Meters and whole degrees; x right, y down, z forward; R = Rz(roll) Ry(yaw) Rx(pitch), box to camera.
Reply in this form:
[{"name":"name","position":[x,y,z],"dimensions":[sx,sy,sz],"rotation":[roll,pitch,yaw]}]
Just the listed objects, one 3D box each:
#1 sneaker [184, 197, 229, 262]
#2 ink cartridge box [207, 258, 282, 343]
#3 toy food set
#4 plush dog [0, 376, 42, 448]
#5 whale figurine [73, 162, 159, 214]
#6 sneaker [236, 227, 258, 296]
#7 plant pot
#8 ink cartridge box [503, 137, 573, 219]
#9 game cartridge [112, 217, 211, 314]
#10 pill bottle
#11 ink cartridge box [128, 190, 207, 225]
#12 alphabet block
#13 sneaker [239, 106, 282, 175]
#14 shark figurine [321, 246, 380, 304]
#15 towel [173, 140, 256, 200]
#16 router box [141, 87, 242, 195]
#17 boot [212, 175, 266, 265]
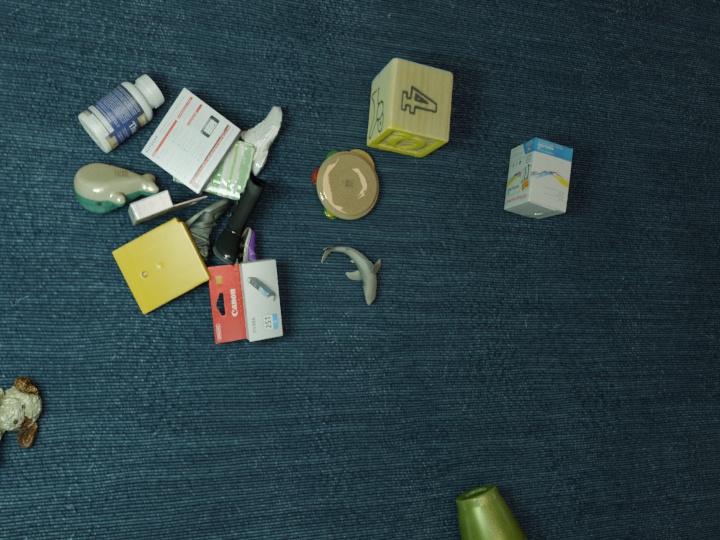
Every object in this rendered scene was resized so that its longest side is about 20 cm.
[{"name":"sneaker","position":[-0.406,-0.098,1.673],"dimensions":[0.199,0.076,0.115],"rotation":[-42,101,-15]},{"name":"ink cartridge box","position":[-0.297,0.082,1.650],"dimensions":[0.172,0.045,0.206],"rotation":[-8,98,-22]},{"name":"toy food set","position":[-0.040,-0.246,1.828],"dimensions":[0.193,0.049,0.206],"rotation":[-10,90,-20]},{"name":"plush dog","position":[-0.827,0.328,1.471],"dimensions":[0.168,0.160,0.205],"rotation":[-3,115,-33]},{"name":"whale figurine","position":[-0.609,-0.198,1.592],"dimensions":[0.196,0.160,0.105],"rotation":[-5,131,-30]},{"name":"sneaker","position":[-0.294,-0.012,1.716],"dimensions":[0.082,0.080,0.206],"rotation":[-4,97,-34]},{"name":"plant pot","position":[0.366,0.734,1.835],"dimensions":[0.196,0.200,0.197],"rotation":[-16,79,-20]},{"name":"ink cartridge box","position":[0.554,-0.282,1.992],"dimensions":[0.141,0.147,0.206],"rotation":[12,81,-18]},{"name":"game cartridge","position":[-0.502,-0.013,1.615],"dimensions":[0.196,0.032,0.180],"rotation":[-26,95,2]},{"name":"pill bottle","position":[-0.596,-0.401,1.607],"dimensions":[0.200,0.111,0.112],"rotation":[-44,100,-17]},{"name":"ink cartridge box","position":[-0.480,-0.165,1.574],"dimensions":[0.173,0.199,0.046],"rotation":[-24,99,-20]},{"name":"alphabet block","position":[0.139,-0.461,1.835],"dimensions":[0.191,0.195,0.206],"rotation":[7,84,-17]},{"name":"sneaker","position":[-0.280,-0.369,1.739],"dimensions":[0.098,0.078,0.204],"rotation":[25,77,-12]},{"name":"shark figurine","position":[-0.005,-0.023,1.804],"dimensions":[0.214,0.089,0.129],"rotation":[43,72,-13]},{"name":"towel","position":[-0.387,-0.282,1.689],"dimensions":[0.195,0.023,0.157],"rotation":[14,90,-6]},{"name":"router box","position":[-0.433,-0.331,1.646],"dimensions":[0.178,0.049,0.202],"rotation":[35,89,-6]},{"name":"boot","position":[-0.301,-0.131,1.627],"dimensions":[0.065,0.165,0.202],"rotation":[28,105,-26]}]
